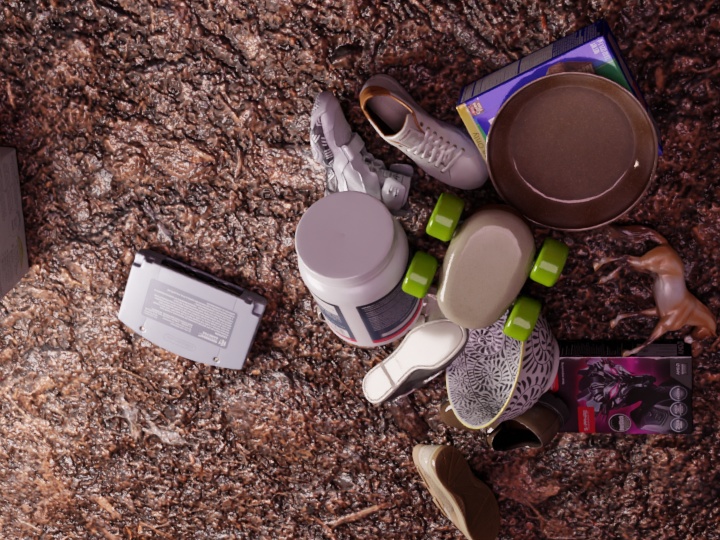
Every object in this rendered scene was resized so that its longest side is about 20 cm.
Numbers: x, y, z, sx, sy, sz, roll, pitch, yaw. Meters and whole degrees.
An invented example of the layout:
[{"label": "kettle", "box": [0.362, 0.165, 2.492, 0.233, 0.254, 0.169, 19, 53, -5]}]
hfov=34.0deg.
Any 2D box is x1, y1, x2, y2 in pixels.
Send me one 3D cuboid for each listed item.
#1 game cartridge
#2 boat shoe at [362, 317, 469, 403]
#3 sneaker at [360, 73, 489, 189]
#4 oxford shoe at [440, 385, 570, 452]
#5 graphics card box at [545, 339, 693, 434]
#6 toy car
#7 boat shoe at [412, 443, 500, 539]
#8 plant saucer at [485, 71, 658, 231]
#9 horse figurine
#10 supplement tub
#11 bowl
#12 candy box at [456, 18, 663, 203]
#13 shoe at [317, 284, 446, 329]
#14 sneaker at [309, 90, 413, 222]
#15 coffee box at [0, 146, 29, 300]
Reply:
[{"label": "game cartridge", "box": [-0.245, 0.062, 1.702, 0.200, 0.040, 0.133, 23, 115, 2]}, {"label": "boat shoe", "box": [0.083, 0.122, 1.631, 0.200, 0.057, 0.067, -38, 68, 34]}, {"label": "sneaker", "box": [0.076, -0.162, 1.492, 0.200, 0.085, 0.073, 37, 116, -7]}, {"label": "oxford shoe", "box": [0.181, 0.206, 1.621, 0.200, 0.084, 0.073, -4, 124, 44]}, {"label": "graphics card box", "box": [0.349, 0.159, 1.601, 0.200, 0.051, 0.126, -1, 115, 13]}, {"label": "toy car", "box": [0.162, -0.029, 1.470, 0.164, 0.200, 0.158, 23, 115, 2]}, {"label": "boat shoe", "box": [0.142, 0.326, 1.728, 0.064, 0.071, 0.200, 6, 132, 50]}, {"label": "plant saucer", "box": [0.250, -0.144, 1.400, 0.200, 0.037, 0.201, 5, 117, 9]}, {"label": "horse figurine", "box": [0.378, 0.022, 1.525, 0.132, 0.050, 0.200, -19, 104, 8]}, {"label": "supplement tub", "box": [0.000, 0.000, 1.501, 0.140, 0.140, 0.200, 1, 154, 13]}, {"label": "bowl", "box": [0.200, 0.115, 1.560, 0.094, 0.201, 0.201, 11, 121, -23]}, {"label": "candy box", "box": [0.243, -0.183, 1.446, 0.200, 0.077, 0.169, -24, 109, 24]}, {"label": "shoe", "box": [0.037, 0.055, 1.622, 0.200, 0.053, 0.070, 2, 116, 12]}, {"label": "sneaker", "box": [0.005, -0.141, 1.526, 0.115, 0.075, 0.200, -3, 120, 14]}, {"label": "coffee box", "box": [-0.600, -0.054, 1.637, 0.200, 0.198, 0.200, 6, 118, 9]}]
